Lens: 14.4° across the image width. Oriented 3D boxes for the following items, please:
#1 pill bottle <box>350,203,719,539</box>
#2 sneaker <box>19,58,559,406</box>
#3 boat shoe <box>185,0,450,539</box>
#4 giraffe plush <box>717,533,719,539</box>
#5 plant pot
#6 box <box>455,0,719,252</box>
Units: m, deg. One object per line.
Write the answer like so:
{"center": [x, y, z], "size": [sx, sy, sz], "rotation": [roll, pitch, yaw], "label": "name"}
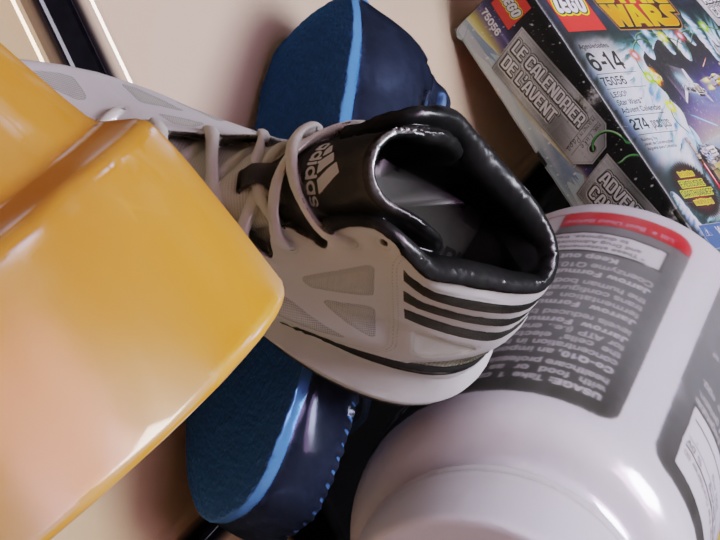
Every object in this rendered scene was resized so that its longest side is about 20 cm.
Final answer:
{"center": [0.062, 0.070, 0.931], "size": [0.114, 0.113, 0.200], "rotation": [64, 28, -18], "label": "pill bottle"}
{"center": [-0.035, -0.030, 0.801], "size": [0.199, 0.115, 0.076], "rotation": [18, 64, -13], "label": "sneaker"}
{"center": [0.000, 0.000, 0.920], "size": [0.068, 0.084, 0.201], "rotation": [33, 57, -30], "label": "boat shoe"}
{"center": [0.206, 0.087, 1.102], "size": [0.200, 0.161, 0.174], "rotation": [24, 62, -47], "label": "giraffe plush"}
{"center": [-0.150, -0.006, 0.655], "size": [0.184, 0.200, 0.200], "rotation": [52, 41, -7], "label": "plant pot"}
{"center": [0.138, -0.053, 1.110], "size": [0.199, 0.040, 0.137], "rotation": [-8, 59, -53], "label": "box"}
